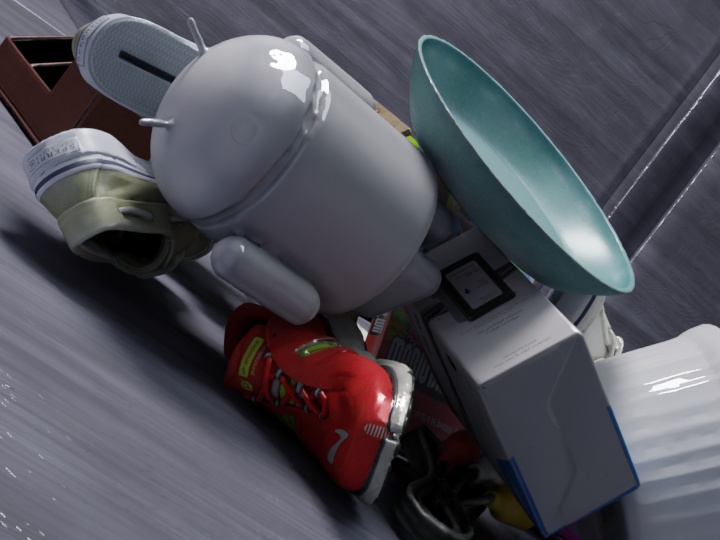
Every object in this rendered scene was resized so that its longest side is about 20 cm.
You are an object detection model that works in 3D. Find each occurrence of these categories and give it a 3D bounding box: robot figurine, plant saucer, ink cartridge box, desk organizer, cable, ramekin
[{"bbox_3d":[-0.036,-0.052,0.874,0.200,0.113,0.170,39,46,-30],"label":"robot figurine"},{"bbox_3d":[0.091,-0.056,0.956,0.200,0.036,0.200,44,19,-19],"label":"plant saucer"},{"bbox_3d":[0.082,0.054,0.945,0.117,0.068,0.200,65,-6,-28],"label":"ink cartridge box"},{"bbox_3d":[-0.217,-0.135,1.194,0.072,0.077,0.200,33,7,-37],"label":"desk organizer"},{"bbox_3d":[0.055,0.123,0.936,0.097,0.050,0.200,46,6,16],"label":"cable"},{"bbox_3d":[0.197,0.142,0.999,0.200,0.097,0.202,169,-90,-86],"label":"ramekin"}]

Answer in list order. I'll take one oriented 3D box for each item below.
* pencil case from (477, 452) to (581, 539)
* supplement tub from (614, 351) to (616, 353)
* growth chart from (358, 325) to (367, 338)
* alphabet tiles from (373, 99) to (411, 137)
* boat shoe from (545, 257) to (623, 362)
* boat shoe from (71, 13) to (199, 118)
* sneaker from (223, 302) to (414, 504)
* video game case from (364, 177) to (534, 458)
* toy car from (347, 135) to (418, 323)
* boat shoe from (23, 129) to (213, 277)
[{"bbox_3d":[0.143,0.149,1.139,0.200,0.089,0.088,37,6,-2],"label":"pencil case"},{"bbox_3d":[0.164,0.091,1.519,0.200,0.123,0.123,37,6,-2],"label":"supplement tub"},{"bbox_3d":[-0.044,0.024,1.296,0.200,0.018,0.144,42,8,37],"label":"growth chart"},{"bbox_3d":[-0.073,-0.073,1.095,0.167,0.199,0.008,-127,-167,-70],"label":"alphabet tiles"},{"bbox_3d":[0.150,0.049,1.078,0.070,0.071,0.200,33,-17,7],"label":"boat shoe"},{"bbox_3d":[-0.083,-0.099,0.942,0.199,0.072,0.062,31,4,-28],"label":"boat shoe"},{"bbox_3d":[-0.032,0.067,0.858,0.084,0.078,0.200,16,7,-22],"label":"sneaker"},{"bbox_3d":[0.061,0.028,1.042,0.017,0.201,0.143,11,-12,39],"label":"video game case"},{"bbox_3d":[0.000,0.000,1.068,0.157,0.165,0.200,24,16,16],"label":"toy car"},{"bbox_3d":[-0.133,-0.026,0.917,0.200,0.072,0.062,23,46,-69],"label":"boat shoe"}]
